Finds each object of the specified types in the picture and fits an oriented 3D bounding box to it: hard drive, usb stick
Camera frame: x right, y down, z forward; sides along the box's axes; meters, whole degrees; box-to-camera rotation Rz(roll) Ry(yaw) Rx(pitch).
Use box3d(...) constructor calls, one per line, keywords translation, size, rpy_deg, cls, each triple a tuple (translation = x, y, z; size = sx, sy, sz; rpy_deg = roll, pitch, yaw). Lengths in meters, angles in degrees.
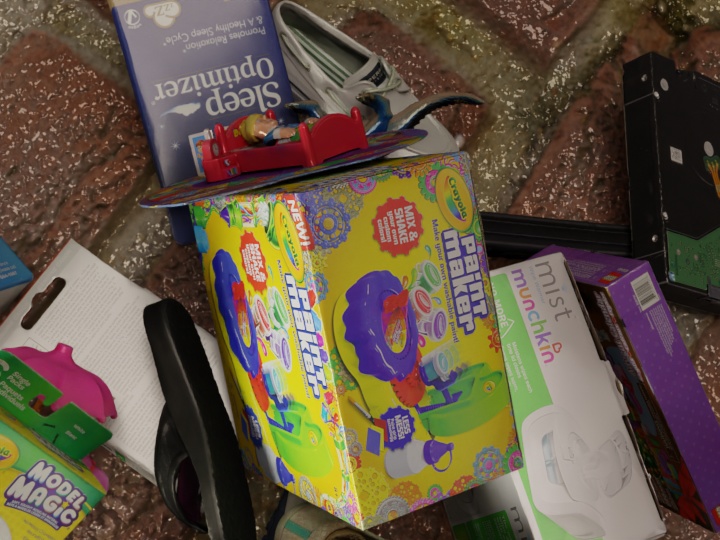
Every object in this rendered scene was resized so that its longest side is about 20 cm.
box3d(translation=(0.279, -0.068, 0.949), size=(0.139, 0.038, 0.202), rpy_deg=(12, 69, -35), cls="hard drive")
box3d(translation=(0.137, -0.025, 0.897), size=(0.199, 0.055, 0.033), rpy_deg=(3, 82, -31), cls="usb stick")

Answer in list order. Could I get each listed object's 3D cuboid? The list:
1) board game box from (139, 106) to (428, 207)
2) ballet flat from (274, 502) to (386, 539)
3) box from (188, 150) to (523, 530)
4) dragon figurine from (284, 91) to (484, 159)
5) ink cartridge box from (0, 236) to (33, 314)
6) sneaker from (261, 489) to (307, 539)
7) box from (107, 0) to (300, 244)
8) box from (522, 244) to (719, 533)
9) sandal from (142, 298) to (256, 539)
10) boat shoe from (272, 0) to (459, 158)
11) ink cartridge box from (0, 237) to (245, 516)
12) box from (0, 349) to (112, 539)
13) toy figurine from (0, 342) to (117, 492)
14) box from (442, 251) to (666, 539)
box3d(translation=(-0.056, -0.087, 0.758), size=(0.199, 0.158, 0.039), rpy_deg=(-14, 102, 2), cls="board game box")
box3d(translation=(0.023, 0.224, 0.786), size=(0.200, 0.062, 0.068), rpy_deg=(34, 74, -30), cls="ballet flat")
box3d(translation=(-0.009, 0.035, 0.746), size=(0.121, 0.192, 0.202), rpy_deg=(-15, 99, -26), cls="box")
box3d(translation=(-0.004, -0.084, 0.873), size=(0.198, 0.059, 0.100), rpy_deg=(-8, 101, -6), cls="dragon figurine")
box3d(translation=(-0.352, -0.031, 0.787), size=(0.085, 0.144, 0.200), rpy_deg=(-43, 84, 22), cls="ink cartridge box")
box3d(translation=(-0.077, 0.236, 0.806), size=(0.084, 0.075, 0.201), rpy_deg=(-2, 56, 21), cls="sneaker")
box3d(translation=(-0.113, -0.131, 0.892), size=(0.120, 0.032, 0.201), rpy_deg=(-17, 99, -15), cls="box")
box3d(translation=(0.196, 0.081, 0.828), size=(0.039, 0.137, 0.201), rpy_deg=(-30, 104, -13), cls="box")
box3d(translation=(-0.118, 0.119, 0.786), size=(0.048, 0.075, 0.202), rpy_deg=(-23, 71, 10), cls="sandal")
box3d(translation=(-0.001, -0.143, 0.924), size=(0.199, 0.067, 0.074), rpy_deg=(31, 54, 0), cls="boat shoe")
box3d(translation=(-0.165, 0.079, 0.844), size=(0.199, 0.050, 0.109), rpy_deg=(35, 72, 2), cls="ink cartridge box")
box3d(translation=(-0.242, 0.151, 0.672), size=(0.200, 0.117, 0.048), rpy_deg=(-49, 42, -9), cls="box")
box3d(translation=(-0.243, 0.136, 0.753), size=(0.183, 0.150, 0.201), rpy_deg=(-28, 102, -6), cls="toy figurine")
box3d(translation=(0.114, 0.113, 0.819), size=(0.096, 0.177, 0.201), rpy_deg=(-15, 77, -14), cls="box")
